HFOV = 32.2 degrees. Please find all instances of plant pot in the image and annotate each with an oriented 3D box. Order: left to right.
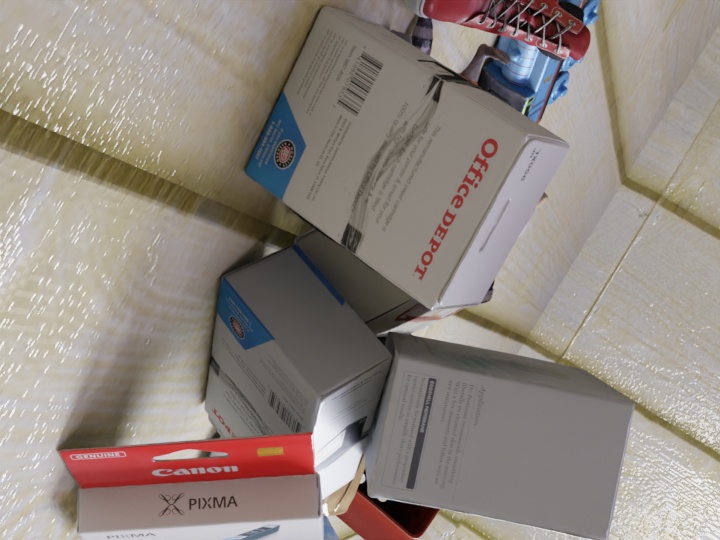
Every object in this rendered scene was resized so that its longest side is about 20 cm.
[{"bbox_3d":[0.022,0.249,1.667,0.200,0.200,0.176,-48,176,-33],"label":"plant pot"}]

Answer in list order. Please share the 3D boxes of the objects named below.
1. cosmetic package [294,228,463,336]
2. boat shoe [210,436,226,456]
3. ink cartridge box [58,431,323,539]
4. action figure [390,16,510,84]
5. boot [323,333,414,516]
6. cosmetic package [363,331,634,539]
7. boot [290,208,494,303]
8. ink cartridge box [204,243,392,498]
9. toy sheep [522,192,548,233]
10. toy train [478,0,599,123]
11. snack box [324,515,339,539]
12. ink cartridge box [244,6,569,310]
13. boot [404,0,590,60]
[{"bbox_3d":[0.027,0.003,1.184,0.087,0.104,0.200,-26,171,18],"label":"cosmetic package"},{"bbox_3d":[-0.086,0.161,1.284,0.201,0.067,0.074,-55,161,0],"label":"boat shoe"},{"bbox_3d":[-0.131,0.187,1.011,0.176,0.199,0.045,90,-4,-63],"label":"ink cartridge box"},{"bbox_3d":[0.063,-0.135,1.159,0.199,0.105,0.194,-8,138,-40],"label":"action figure"},{"bbox_3d":[-0.014,0.155,1.260,0.175,0.066,0.201,13,106,-61],"label":"boot"},{"bbox_3d":[0.112,0.137,1.087,0.199,0.199,0.124,-120,-138,-87],"label":"cosmetic package"},{"bbox_3d":[0.042,-0.078,1.013,0.073,0.203,0.154,-12,129,-59],"label":"boot"},{"bbox_3d":[-0.061,0.101,1.103,0.083,0.145,0.201,-27,151,-30],"label":"ink cartridge box"},{"bbox_3d":[0.152,-0.086,1.492,0.138,0.137,0.200,-54,149,-15],"label":"toy sheep"},{"bbox_3d":[0.199,-0.249,1.412,0.114,0.087,0.201,-39,157,-38],"label":"toy train"},{"bbox_3d":[-0.124,0.357,1.458,0.199,0.068,0.169,-29,164,1],"label":"snack box"},{"bbox_3d":[0.032,-0.083,0.932,0.084,0.200,0.145,-1,124,-58],"label":"ink cartridge box"},{"bbox_3d":[0.129,-0.230,1.090,0.073,0.144,0.200,-62,164,22],"label":"boot"}]
